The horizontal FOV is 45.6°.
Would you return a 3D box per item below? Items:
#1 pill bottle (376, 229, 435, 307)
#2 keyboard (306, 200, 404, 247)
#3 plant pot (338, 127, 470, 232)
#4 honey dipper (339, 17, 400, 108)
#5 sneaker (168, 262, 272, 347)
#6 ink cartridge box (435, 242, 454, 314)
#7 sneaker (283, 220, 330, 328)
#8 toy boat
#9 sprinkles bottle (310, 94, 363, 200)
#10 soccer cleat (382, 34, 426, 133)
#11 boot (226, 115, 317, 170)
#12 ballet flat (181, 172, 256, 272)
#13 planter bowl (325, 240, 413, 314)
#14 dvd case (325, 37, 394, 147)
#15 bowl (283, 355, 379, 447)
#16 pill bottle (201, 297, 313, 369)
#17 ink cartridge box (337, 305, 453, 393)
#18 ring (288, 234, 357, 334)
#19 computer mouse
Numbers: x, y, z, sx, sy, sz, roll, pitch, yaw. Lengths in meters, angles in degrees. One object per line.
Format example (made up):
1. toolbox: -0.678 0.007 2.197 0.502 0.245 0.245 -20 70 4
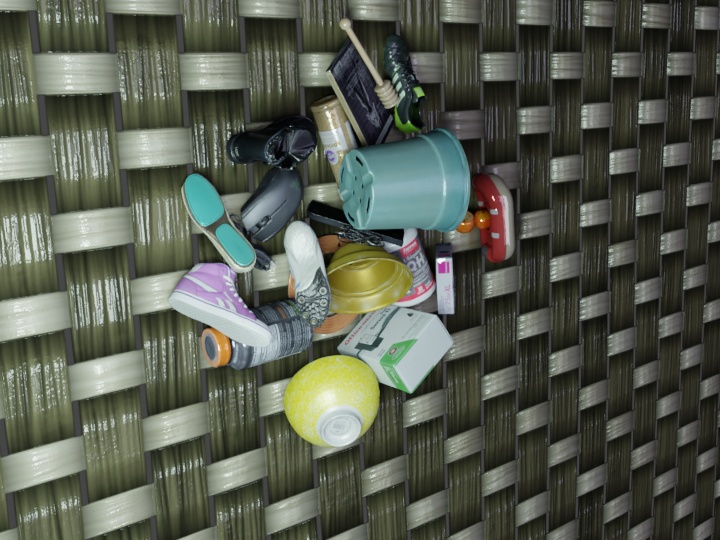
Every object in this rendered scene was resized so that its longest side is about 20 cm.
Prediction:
1. pill bottle: 0.078 -0.035 1.779 0.110 0.110 0.202 -36 118 -28
2. keyboard: -0.013 -0.077 1.658 0.197 0.104 0.040 16 113 -1
3. plant pot: 0.074 -0.161 1.624 0.193 0.200 0.204 -9 104 -25
4. honey dipper: 0.017 -0.410 1.684 0.038 0.038 0.201 -48 123 -22
5. sneaker: -0.227 0.050 1.514 0.115 0.198 0.073 -58 171 -32
6. ink cartridge box: 0.182 0.012 1.859 0.041 0.200 0.121 -2 102 7
7. sneaker: -0.096 0.007 1.603 0.071 0.072 0.203 -11 86 5
8. toy boat: 0.271 -0.117 1.931 0.129 0.131 0.203 -8 105 -7
9. sprinkles bottle: -0.037 -0.239 1.679 0.068 0.068 0.202 -33 116 -29
10. soccer cleat: 0.096 -0.382 1.751 0.067 0.081 0.203 -23 111 -33
11. boot: -0.124 -0.232 1.547 0.198 0.167 0.078 -21 110 -35
12. ballet flat: -0.260 -0.078 1.527 0.067 0.062 0.201 -32 90 -24
13. planter bowl: 0.000 0.000 1.690 0.199 0.200 0.084 17 48 -39
14. dvd case: 0.002 -0.338 1.684 0.201 0.016 0.150 60 34 -28
15. bowl: -0.048 0.279 1.682 0.197 0.108 0.203 -6 121 -10
16. pill bottle: -0.194 0.121 1.593 0.198 0.106 0.108 -12 106 -36
17. ink cartridge box: 0.068 0.153 1.749 0.147 0.199 0.083 -48 120 -22
18. ring: -0.066 0.028 1.735 0.198 0.019 0.204 -9 104 -38
19. computer mouse: -0.165 -0.109 1.609 0.138 0.052 0.201 43 72 -34
